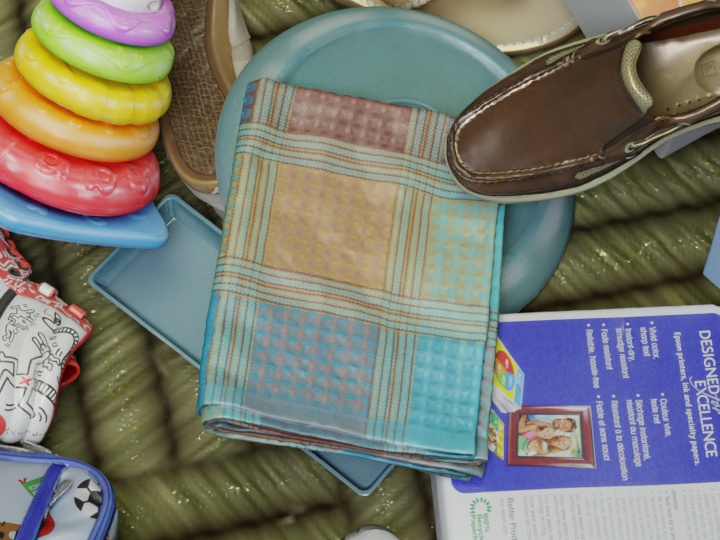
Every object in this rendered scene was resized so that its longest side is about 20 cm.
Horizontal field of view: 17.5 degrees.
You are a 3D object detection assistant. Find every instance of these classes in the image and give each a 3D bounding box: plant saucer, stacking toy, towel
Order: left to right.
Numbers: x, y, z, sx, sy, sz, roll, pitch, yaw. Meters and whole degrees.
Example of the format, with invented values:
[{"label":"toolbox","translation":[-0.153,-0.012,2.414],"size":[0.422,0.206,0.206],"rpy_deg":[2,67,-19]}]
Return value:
[{"label":"stacking toy","translation":[-0.133,-0.118,1.206],"size":[0.109,0.200,0.116],"rpy_deg":[8,30,-30]},{"label":"plant saucer","translation":[-0.050,0.040,1.235],"size":[0.200,0.019,0.070],"rpy_deg":[36,71,21]},{"label":"towel","translation":[0.000,0.000,1.174],"size":[0.146,0.022,0.201],"rpy_deg":[10,62,-6]},{"label":"plant saucer","translation":[0.023,-0.058,1.241],"size":[0.199,0.027,0.201],"rpy_deg":[6,66,-13]}]

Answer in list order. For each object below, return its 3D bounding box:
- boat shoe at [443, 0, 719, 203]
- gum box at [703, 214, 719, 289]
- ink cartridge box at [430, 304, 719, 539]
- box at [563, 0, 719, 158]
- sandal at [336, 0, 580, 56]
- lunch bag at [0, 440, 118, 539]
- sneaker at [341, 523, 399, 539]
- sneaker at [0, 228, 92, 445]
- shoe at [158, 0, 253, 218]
[{"label":"boat shoe","translation":[0.133,-0.093,1.155],"size":[0.202,0.075,0.075],"rpy_deg":[-22,76,8]},{"label":"gum box","translation":[0.266,-0.087,1.170],"size":[0.200,0.170,0.045],"rpy_deg":[-37,65,-24]},{"label":"ink cartridge box","translation":[0.136,0.114,1.166],"size":[0.199,0.047,0.198],"rpy_deg":[-1,62,-6]},{"label":"box","translation":[0.171,-0.185,1.266],"size":[0.124,0.098,0.200],"rpy_deg":[-27,75,-9]},{"label":"sandal","translation":[0.026,-0.180,1.310],"size":[0.211,0.070,0.078],"rpy_deg":[15,65,12]},{"label":"lunch bag","translation":[-0.199,0.166,1.127],"size":[0.160,0.076,0.200],"rpy_deg":[7,45,10]},{"label":"sneaker","translation":[-0.019,0.219,1.121],"size":[0.087,0.075,0.200],"rpy_deg":[22,76,7]},{"label":"sneaker","translation":[-0.199,0.008,1.243],"size":[0.108,0.067,0.202],"rpy_deg":[15,43,-16]},{"label":"shoe","translation":[-0.095,-0.116,1.302],"size":[0.070,0.053,0.200],"rpy_deg":[-19,60,7]}]
